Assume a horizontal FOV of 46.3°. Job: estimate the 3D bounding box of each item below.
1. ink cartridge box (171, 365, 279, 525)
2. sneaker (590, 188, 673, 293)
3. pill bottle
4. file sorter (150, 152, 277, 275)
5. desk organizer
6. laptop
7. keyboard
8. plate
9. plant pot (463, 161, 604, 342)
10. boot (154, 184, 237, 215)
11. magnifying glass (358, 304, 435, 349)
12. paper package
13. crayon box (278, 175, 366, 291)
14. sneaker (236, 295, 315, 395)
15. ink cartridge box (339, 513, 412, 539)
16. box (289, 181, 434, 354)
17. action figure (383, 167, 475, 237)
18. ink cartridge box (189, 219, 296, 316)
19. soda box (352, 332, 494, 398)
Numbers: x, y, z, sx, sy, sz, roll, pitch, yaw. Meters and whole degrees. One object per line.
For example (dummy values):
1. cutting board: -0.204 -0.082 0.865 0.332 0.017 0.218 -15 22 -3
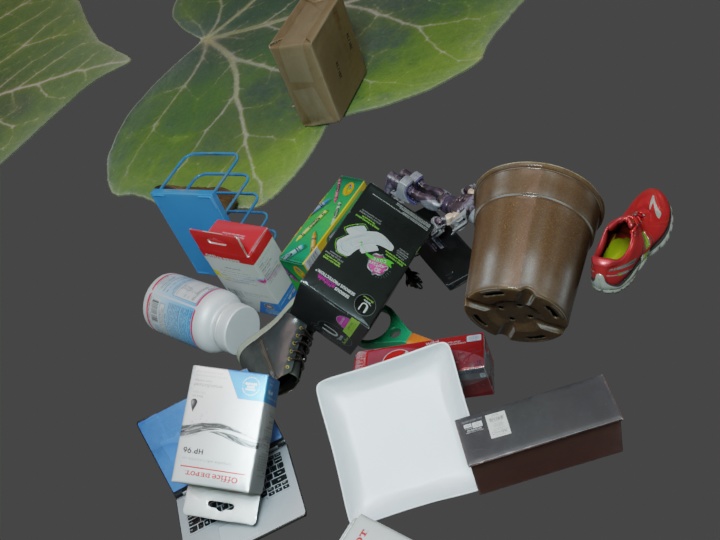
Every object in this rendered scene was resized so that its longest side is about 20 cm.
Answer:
1. ink cartridge box: -0.188 0.242 1.168 0.114 0.068 0.203 5 75 11
2. sneaker: 0.404 -0.056 1.250 0.076 0.085 0.201 18 59 36
3. pill bottle: -0.269 0.077 1.432 0.198 0.109 0.109 16 57 36
4. file sorter: -0.256 -0.101 1.533 0.137 0.201 0.123 5 47 29
5. desk organizer: 0.229 0.212 1.075 0.198 0.077 0.072 -18 43 4
6. laptop: -0.201 0.282 1.200 0.186 0.116 0.201 -26 43 1
7. keyboard: 0.110 -0.030 1.416 0.126 0.021 0.200 -27 42 -8
8. plate: 0.056 0.221 1.144 0.197 0.032 0.202 -19 74 8
9. plant pot: 0.243 -0.016 1.228 0.198 0.201 0.200 2 58 27
10. boot: -0.336 -0.142 1.717 0.198 0.074 0.075 15 38 30
11. magnifying glass: 0.062 0.103 1.314 0.198 0.023 0.080 17 59 39
12. paper package: -0.084 -0.444 1.773 0.102 0.201 0.192 3 49 27
13. crayon box: -0.044 -0.048 1.435 0.058 0.119 0.201 14 56 35
14. sneaker: -0.095 0.115 1.348 0.200 0.075 0.106 -40 49 -2
15. ink cartridge box: 0.048 0.401 0.987 0.198 0.086 0.147 16 57 37
16. box: 0.000 0.000 1.290 0.124 0.149 0.201 34 66 3
17. action figure: 0.139 -0.117 1.439 0.199 0.070 0.130 28 44 30
18. ink cartridge box: -0.190 -0.015 1.415 0.115 0.201 0.068 10 54 32
19. soda box: 0.091 0.148 1.218 0.197 0.070 0.064 -10 45 17
